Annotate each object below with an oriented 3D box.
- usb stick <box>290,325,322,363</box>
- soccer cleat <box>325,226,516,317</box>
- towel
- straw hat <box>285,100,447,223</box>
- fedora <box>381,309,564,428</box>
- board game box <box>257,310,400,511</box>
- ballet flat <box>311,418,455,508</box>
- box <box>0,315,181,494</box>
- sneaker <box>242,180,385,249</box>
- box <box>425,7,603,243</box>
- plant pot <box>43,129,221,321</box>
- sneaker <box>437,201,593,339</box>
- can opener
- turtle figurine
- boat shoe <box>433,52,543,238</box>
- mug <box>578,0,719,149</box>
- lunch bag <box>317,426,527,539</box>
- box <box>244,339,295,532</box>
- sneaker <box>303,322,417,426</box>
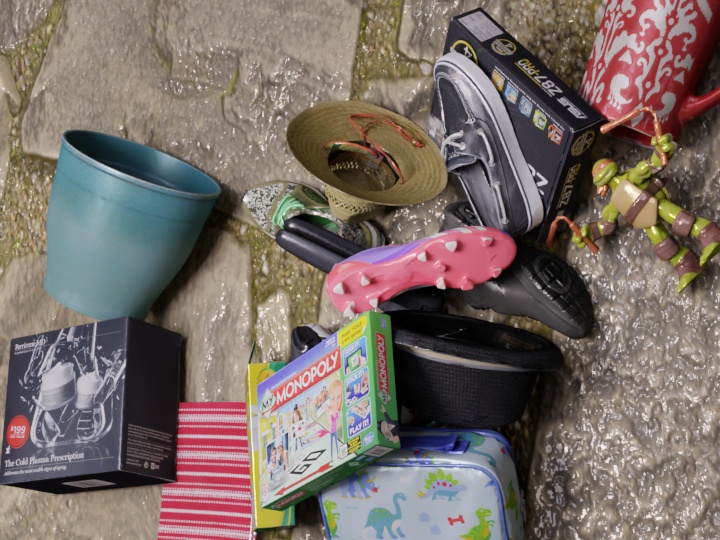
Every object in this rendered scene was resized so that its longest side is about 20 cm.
[{"bbox_3d":[-0.060,0.152,1.344,0.056,0.032,0.201,-125,32,-54],"label":"usb stick"},{"bbox_3d":[0.059,-0.010,1.267,0.198,0.067,0.077,-18,29,9],"label":"soccer cleat"},{"bbox_3d":[-0.172,0.254,1.453,0.144,0.022,0.202,-4,74,30],"label":"towel"},{"bbox_3d":[-0.001,-0.101,1.392,0.201,0.200,0.085,46,133,30],"label":"straw hat"},{"bbox_3d":[0.099,0.103,1.239,0.199,0.200,0.092,13,99,31],"label":"fedora"},{"bbox_3d":[-0.036,0.140,1.214,0.200,0.029,0.136,-36,49,44],"label":"board game box"},{"bbox_3d":[0.039,0.213,1.329,0.199,0.072,0.072,-31,64,18],"label":"ballet flat"},{"bbox_3d":[-0.326,0.166,1.503,0.199,0.104,0.184,-12,68,30],"label":"box"},{"bbox_3d":[-0.067,-0.063,1.436,0.199,0.088,0.077,23,89,31],"label":"sneaker"},{"bbox_3d":[0.156,-0.153,1.306,0.049,0.162,0.200,-25,57,-26],"label":"box"},{"bbox_3d":[-0.293,-0.045,1.507,0.199,0.199,0.189,30,104,31],"label":"plant pot"},{"bbox_3d":[0.158,0.013,1.309,0.200,0.076,0.091,41,124,22],"label":"sneaker"},{"bbox_3d":[0.000,0.000,1.342,0.199,0.063,0.079,26,115,-4],"label":"can opener"},{"bbox_3d":[0.280,-0.055,1.239,0.161,0.064,0.200,46,131,15],"label":"turtle figurine"},{"bbox_3d":[0.115,-0.124,1.274,0.072,0.067,0.201,-19,95,62],"label":"boat shoe"},{"bbox_3d":[0.309,-0.229,1.241,0.177,0.133,0.201,24,93,54],"label":"mug"},{"bbox_3d":[0.062,0.232,1.241,0.198,0.083,0.162,-3,116,21],"label":"lunch bag"},{"bbox_3d":[-0.101,0.182,1.367,0.048,0.117,0.202,-4,78,-8],"label":"box"},{"bbox_3d":[0.020,0.099,1.360,0.129,0.080,0.199,-30,32,-9],"label":"sneaker"}]
